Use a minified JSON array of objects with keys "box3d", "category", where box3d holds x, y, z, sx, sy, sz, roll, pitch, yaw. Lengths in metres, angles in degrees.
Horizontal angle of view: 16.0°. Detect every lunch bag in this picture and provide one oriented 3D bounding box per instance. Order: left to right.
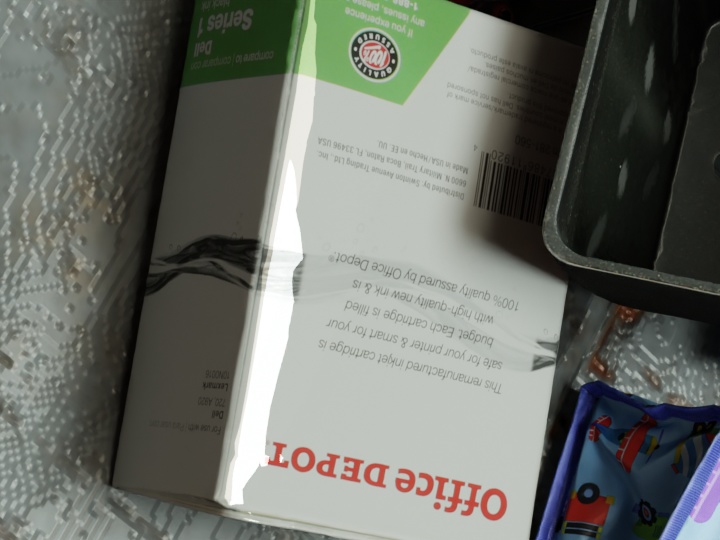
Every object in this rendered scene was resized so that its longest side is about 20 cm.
[{"box3d":[0.135,0.170,1.056,0.150,0.094,0.201,30,78,-34],"category":"lunch bag"}]

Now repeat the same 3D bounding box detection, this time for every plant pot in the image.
[{"box3d":[0.187,-0.058,0.985,0.198,0.177,0.201,12,78,8],"category":"plant pot"}]

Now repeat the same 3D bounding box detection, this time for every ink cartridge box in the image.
[{"box3d":[0.000,0.000,0.955,0.145,0.084,0.201,15,81,-35],"category":"ink cartridge box"}]

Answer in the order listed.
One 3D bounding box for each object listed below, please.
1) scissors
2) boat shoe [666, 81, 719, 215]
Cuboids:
[{"box3d":[0.047,-0.096,1.054,0.199,0.014,0.074,4,82,-39],"category":"scissors"},{"box3d":[0.184,0.016,1.107,0.066,0.074,0.200,-35,104,-24],"category":"boat shoe"}]
